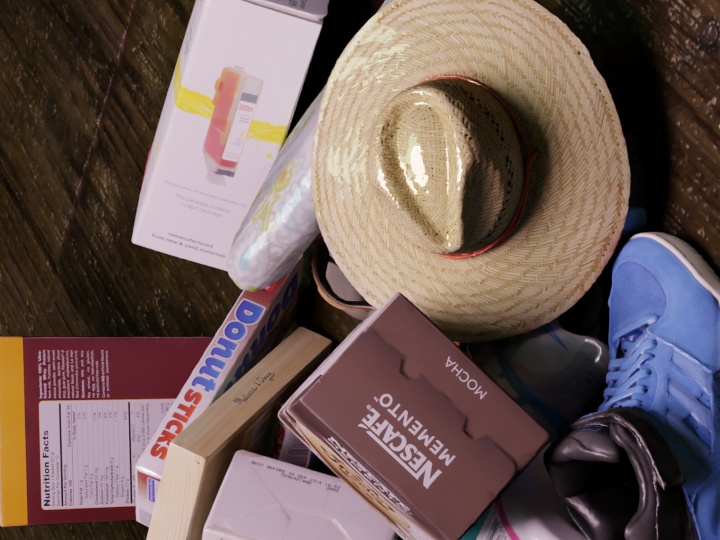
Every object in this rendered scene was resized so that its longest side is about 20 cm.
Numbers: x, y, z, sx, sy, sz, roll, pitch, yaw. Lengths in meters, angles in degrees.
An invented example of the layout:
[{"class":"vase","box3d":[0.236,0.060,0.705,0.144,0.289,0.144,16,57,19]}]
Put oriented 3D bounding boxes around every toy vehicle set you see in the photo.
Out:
[{"class":"toy vehicle set","box3d":[-0.083,0.130,1.563,0.026,0.200,0.125,23,117,14]}]

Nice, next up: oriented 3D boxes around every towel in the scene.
[{"class":"towel","box3d":[-0.005,-0.090,1.455,0.172,0.048,0.200,-54,6,29]}]

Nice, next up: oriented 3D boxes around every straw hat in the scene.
[{"class":"straw hat","box3d":[0.045,-0.056,1.281,0.200,0.085,0.203,2,96,18]}]

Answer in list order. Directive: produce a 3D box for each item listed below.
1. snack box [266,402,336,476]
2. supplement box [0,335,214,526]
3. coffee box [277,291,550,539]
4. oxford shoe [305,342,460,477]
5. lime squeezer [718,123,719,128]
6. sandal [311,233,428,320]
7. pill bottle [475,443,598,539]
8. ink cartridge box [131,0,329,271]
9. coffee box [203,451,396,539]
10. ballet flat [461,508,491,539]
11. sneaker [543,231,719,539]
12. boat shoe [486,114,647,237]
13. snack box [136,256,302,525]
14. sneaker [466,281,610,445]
[{"class":"snack box","box3d":[-0.043,0.181,1.594,0.024,0.071,0.201,45,126,50]},{"class":"supplement box","box3d":[-0.218,0.121,1.762,0.197,0.199,0.134,-10,80,58]},{"class":"coffee box","box3d":[0.024,0.086,1.301,0.113,0.080,0.200,44,172,1]},{"class":"oxford shoe","box3d":[0.009,0.084,1.508,0.071,0.072,0.201,39,119,51]},{"class":"lime squeezer","box3d":[0.215,0.008,1.207,0.071,0.037,0.202,-30,65,55]},{"class":"sandal","box3d":[0.000,0.000,1.432,0.200,0.054,0.082,-133,51,-72]},{"class":"pill bottle","box3d":[0.099,0.206,1.320,0.114,0.113,0.201,57,135,42]},{"class":"ink cartridge box","box3d":[-0.088,-0.124,1.618,0.145,0.083,0.201,-88,16,-61]},{"class":"coffee box","box3d":[-0.048,0.226,1.503,0.080,0.112,0.201,-67,-10,-52]},{"class":"ballet flat","box3d":[0.064,0.183,1.426,0.072,0.071,0.201,56,136,43]},{"class":"sneaker","box3d":[0.146,0.070,1.249,0.077,0.111,0.201,-40,56,51]},{"class":"boat shoe","box3d":[0.095,-0.065,1.382,0.199,0.084,0.069,11,103,42]},{"class":"snack box","box3d":[-0.094,0.077,1.586,0.072,0.024,0.201,95,-158,-54]},{"class":"sneaker","box3d":[0.099,0.023,1.387,0.087,0.075,0.200,-42,38,9]}]
